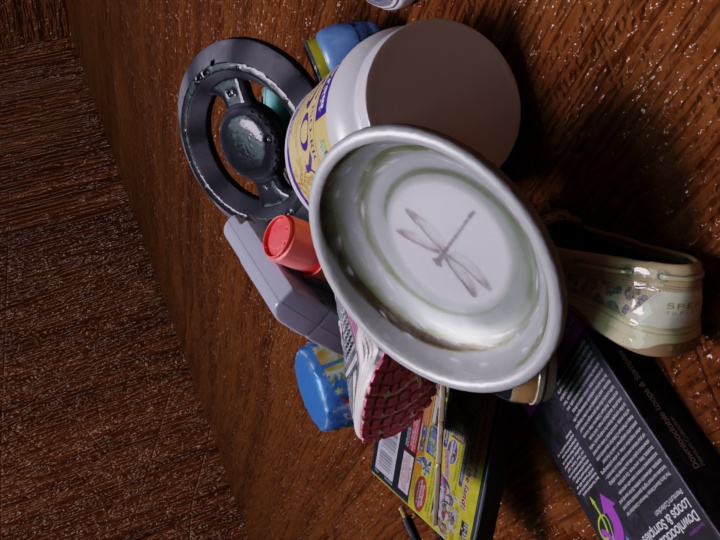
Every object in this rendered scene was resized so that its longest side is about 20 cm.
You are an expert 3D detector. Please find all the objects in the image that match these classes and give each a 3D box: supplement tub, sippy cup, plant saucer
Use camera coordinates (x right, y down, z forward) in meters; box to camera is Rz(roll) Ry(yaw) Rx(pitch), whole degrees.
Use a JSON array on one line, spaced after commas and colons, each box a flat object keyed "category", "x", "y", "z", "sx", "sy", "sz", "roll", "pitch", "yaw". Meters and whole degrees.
[{"category": "supplement tub", "x": 0.028, "y": -0.110, "z": 0.733, "sx": 0.200, "sy": 0.144, "sz": 0.146, "roll": 165, "pitch": 88, "yaw": -71}, {"category": "sippy cup", "x": 0.000, "y": 0.115, "z": 1.018, "sx": 0.140, "sy": 0.130, "sz": 0.179, "roll": -139, "pitch": 38, "yaw": -56}, {"category": "plant saucer", "x": 0.055, "y": -0.013, "z": 0.608, "sx": 0.199, "sy": 0.050, "sz": 0.201, "roll": 26, "pitch": 137, "yaw": 27}]

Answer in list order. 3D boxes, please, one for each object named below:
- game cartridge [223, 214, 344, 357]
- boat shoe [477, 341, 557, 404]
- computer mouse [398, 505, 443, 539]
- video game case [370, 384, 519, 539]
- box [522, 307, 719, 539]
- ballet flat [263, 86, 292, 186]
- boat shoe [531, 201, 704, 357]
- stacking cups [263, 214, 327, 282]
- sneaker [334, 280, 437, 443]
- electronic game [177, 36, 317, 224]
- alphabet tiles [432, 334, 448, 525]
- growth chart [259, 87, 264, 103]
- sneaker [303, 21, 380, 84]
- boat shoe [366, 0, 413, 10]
[{"category": "game cartridge", "x": -0.031, "y": 0.027, "z": 0.843, "sx": 0.200, "sy": 0.042, "sz": 0.133, "roll": 29, "pitch": -157, "yaw": -49}, {"category": "boat shoe", "x": 0.101, "y": 0.038, "z": 0.722, "sx": 0.200, "sy": 0.062, "sz": 0.075, "roll": -100, "pitch": 11, "yaw": -64}, {"category": "computer mouse", "x": 0.076, "y": 0.264, "z": 1.068, "sx": 0.201, "sy": 0.046, "sz": 0.140, "roll": 60, "pitch": 156, "yaw": 2}, {"category": "video game case", "x": 0.078, "y": 0.146, "z": 0.876, "sx": 0.180, "sy": 0.025, "sz": 0.202, "roll": 30, "pitch": 116, "yaw": 55}, {"category": "box", "x": 0.188, "y": 0.129, "z": 0.657, "sx": 0.143, "sy": 0.036, "sz": 0.201, "roll": 102, "pitch": 148, "yaw": -54}, {"category": "ballet flat", "x": -0.046, "y": -0.110, "z": 0.934, "sx": 0.202, "sy": 0.072, "sz": 0.072, "roll": 71, "pitch": 161, "yaw": 3}, {"category": "boat shoe", "x": 0.147, "y": -0.013, "z": 0.610, "sx": 0.200, "sy": 0.073, "sz": 0.063, "roll": 33, "pitch": 131, "yaw": 47}, {"category": "stacking cups", "x": 0.000, "y": 0.000, "z": 0.806, "sx": 0.060, "sy": 0.199, "sz": 0.061, "roll": -25, "pitch": 56, "yaw": 44}, {"category": "sneaker", "x": 0.018, "y": 0.054, "z": 0.759, "sx": 0.075, "sy": 0.080, "sz": 0.201, "roll": 35, "pitch": 132, "yaw": 48}, {"category": "electronic game", "x": -0.102, "y": -0.127, "z": 0.890, "sx": 0.199, "sy": 0.042, "sz": 0.201, "roll": 17, "pitch": 123, "yaw": 29}, {"category": "alphabet tiles", "x": 0.069, "y": 0.098, "z": 0.758, "sx": 0.166, "sy": 0.006, "sz": 0.202, "roll": -57, "pitch": -30, "yaw": -77}, {"category": "growth chart", "x": -0.081, "y": -0.139, "z": 1.028, "sx": 0.200, "sy": 0.018, "sz": 0.145, "roll": -89, "pitch": -26, "yaw": -59}, {"category": "sneaker", "x": -0.006, "y": -0.193, "z": 0.902, "sx": 0.200, "sy": 0.078, "sz": 0.066, "roll": 75, "pitch": 170, "yaw": -84}, {"category": "boat shoe", "x": -0.029, "y": -0.281, "z": 0.827, "sx": 0.200, "sy": 0.092, "sz": 0.075, "roll": -132, "pitch": 31, "yaw": -51}]
